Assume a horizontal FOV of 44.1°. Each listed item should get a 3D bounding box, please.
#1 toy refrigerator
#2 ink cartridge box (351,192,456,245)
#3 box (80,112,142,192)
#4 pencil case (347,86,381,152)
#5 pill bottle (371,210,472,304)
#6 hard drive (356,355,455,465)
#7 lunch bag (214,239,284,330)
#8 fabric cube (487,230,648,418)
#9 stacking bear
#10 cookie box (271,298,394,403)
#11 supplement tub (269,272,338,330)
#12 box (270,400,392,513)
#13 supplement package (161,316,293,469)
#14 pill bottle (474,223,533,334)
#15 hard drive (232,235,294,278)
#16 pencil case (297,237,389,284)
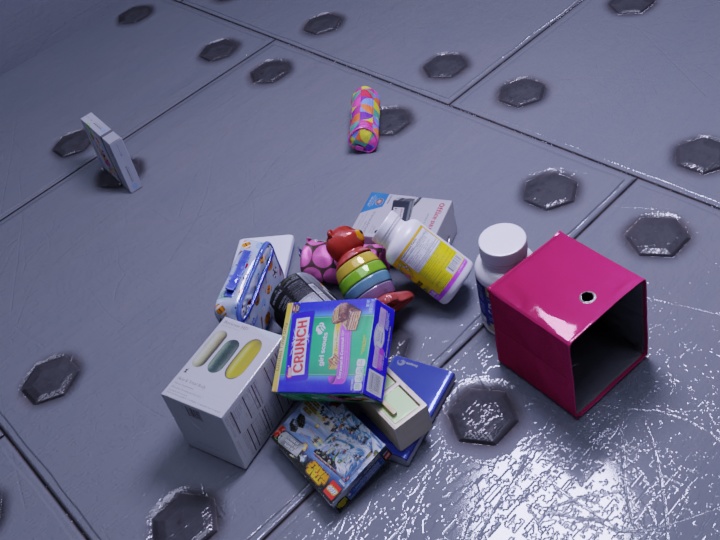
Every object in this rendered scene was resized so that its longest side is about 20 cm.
[{"bbox_3d":[0.037,0.222,1.591,0.075,0.071,0.200,-32,44,-17],"label":"toy refrigerator"},{"bbox_3d":[0.094,-0.086,1.931,0.196,0.085,0.146,8,47,24],"label":"ink cartridge box"},{"bbox_3d":[-0.663,-0.315,2.366,0.041,0.158,0.199,-32,44,-20],"label":"box"},{"bbox_3d":[0.011,-0.388,2.287,0.086,0.090,0.202,-7,41,10],"label":"pencil case"},{"bbox_3d":[0.121,-0.031,1.782,0.199,0.105,0.105,37,56,1],"label":"pill bottle"},{"bbox_3d":[0.074,0.250,1.621,0.130,0.026,0.201,13,50,29],"label":"hard drive"},{"bbox_3d":[-0.222,0.047,1.788,0.074,0.162,0.203,8,56,15],"label":"lunch bag"},{"bbox_3d":[0.367,0.090,1.568,0.195,0.202,0.199,-35,44,-19],"label":"fabric cube"},{"bbox_3d":[0.000,0.000,1.784,0.113,0.121,0.202,-37,75,26],"label":"stacking bear"},{"bbox_3d":[-0.049,0.144,1.584,0.197,0.075,0.175,-5,66,33],"label":"cookie box"},{"bbox_3d":[-0.086,0.101,1.760,0.121,0.124,0.200,-32,45,-18],"label":"supplement tub"},{"bbox_3d":[-0.054,0.308,1.567,0.137,0.040,0.199,-45,47,-8],"label":"box"},{"bbox_3d":[-0.234,0.224,1.653,0.149,0.152,0.201,14,49,30],"label":"supplement package"},{"bbox_3d":[0.276,0.017,1.675,0.117,0.202,0.121,-9,41,8],"label":"pill bottle"},{"bbox_3d":[-0.225,0.003,1.971,0.129,0.026,0.202,-5,43,13],"label":"hard drive"},{"bbox_3d":[-0.032,-0.018,1.889,0.196,0.091,0.096,4,77,17],"label":"pencil case"}]
